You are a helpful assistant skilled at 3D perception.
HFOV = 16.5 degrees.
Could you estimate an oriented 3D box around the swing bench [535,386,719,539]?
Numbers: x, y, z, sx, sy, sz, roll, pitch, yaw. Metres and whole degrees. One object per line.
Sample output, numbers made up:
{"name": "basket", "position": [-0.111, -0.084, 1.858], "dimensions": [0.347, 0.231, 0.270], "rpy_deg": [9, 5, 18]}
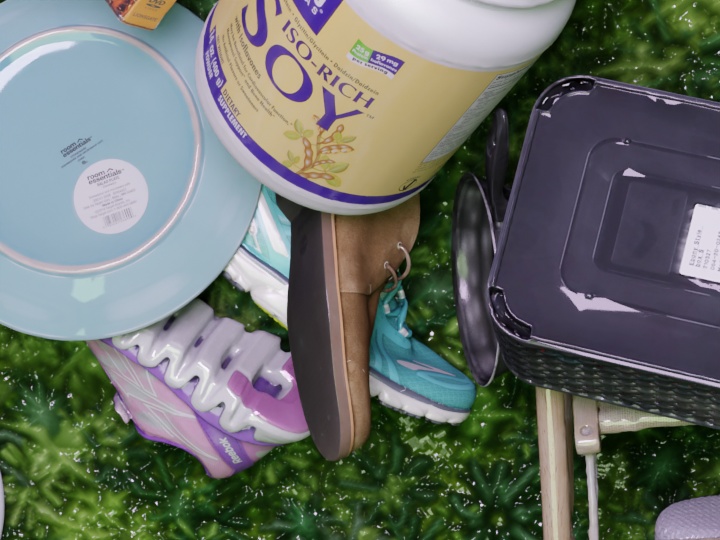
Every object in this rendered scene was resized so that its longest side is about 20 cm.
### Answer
{"name": "swing bench", "position": [0.192, 0.093, 1.298], "dimensions": [0.197, 0.130, 0.201], "rpy_deg": [-3, 75, 8]}

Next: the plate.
{"name": "plate", "position": [-0.151, -0.063, 1.341], "dimensions": [0.199, 0.026, 0.202], "rpy_deg": [-1, 79, 3]}

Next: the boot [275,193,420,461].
{"name": "boot", "position": [0.000, 0.000, 1.315], "dimensions": [0.075, 0.074, 0.201], "rpy_deg": [2, 77, -23]}

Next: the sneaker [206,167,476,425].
{"name": "sneaker", "position": [-0.008, 0.010, 1.370], "dimensions": [0.200, 0.078, 0.080], "rpy_deg": [42, 95, -8]}

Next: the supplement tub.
{"name": "supplement tub", "position": [0.018, -0.134, 1.226], "dimensions": [0.145, 0.146, 0.200], "rpy_deg": [36, 139, -5]}

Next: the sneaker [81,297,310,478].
{"name": "sneaker", "position": [-0.119, 0.046, 1.395], "dimensions": [0.200, 0.081, 0.089], "rpy_deg": [38, 132, 0]}

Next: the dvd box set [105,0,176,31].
{"name": "dvd box set", "position": [-0.091, -0.245, 1.274], "dimensions": [0.200, 0.029, 0.147], "rpy_deg": [-47, 62, 23]}

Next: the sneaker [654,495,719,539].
{"name": "sneaker", "position": [0.263, 0.192, 1.393], "dimensions": [0.199, 0.075, 0.116], "rpy_deg": [4, 108, 11]}

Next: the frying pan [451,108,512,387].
{"name": "frying pan", "position": [0.069, -0.028, 1.319], "dimensions": [0.031, 0.115, 0.191], "rpy_deg": [-4, 123, -10]}

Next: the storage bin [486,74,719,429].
{"name": "storage bin", "position": [0.171, -0.001, 1.207], "dimensions": [0.199, 0.094, 0.136], "rpy_deg": [13, 76, 11]}

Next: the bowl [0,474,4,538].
{"name": "bowl", "position": [-0.312, 0.145, 1.435], "dimensions": [0.200, 0.090, 0.202], "rpy_deg": [2, 107, 7]}
